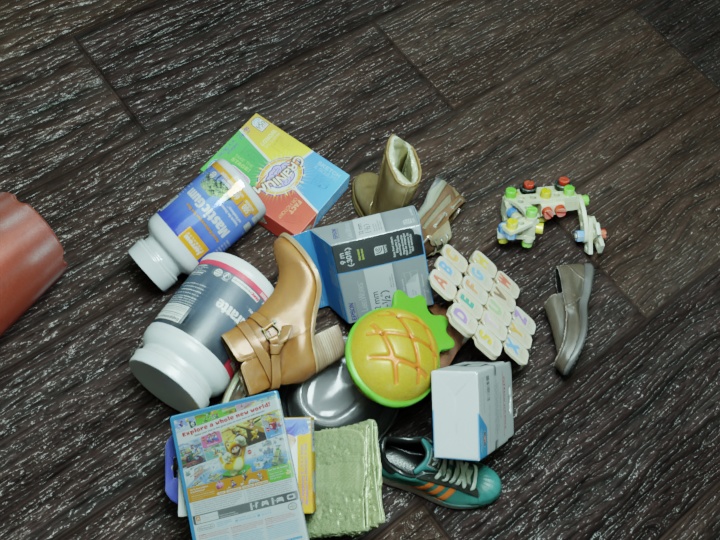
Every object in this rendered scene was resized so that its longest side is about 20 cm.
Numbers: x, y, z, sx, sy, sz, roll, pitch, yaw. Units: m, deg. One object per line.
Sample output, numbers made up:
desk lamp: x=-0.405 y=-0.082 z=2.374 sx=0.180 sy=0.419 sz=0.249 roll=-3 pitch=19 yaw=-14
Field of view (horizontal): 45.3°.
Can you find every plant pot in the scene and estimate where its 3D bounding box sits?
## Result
plant pot: x=-0.531 y=0.006 z=1.201 sx=0.200 sy=0.202 sz=0.195 roll=35 pitch=54 yaw=11

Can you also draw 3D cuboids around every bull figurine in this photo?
bull figurine: x=0.114 y=0.094 z=1.301 sx=0.120 sy=0.066 sz=0.200 roll=18 pitch=40 yaw=22

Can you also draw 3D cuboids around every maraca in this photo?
maraca: x=0.056 y=0.105 z=1.183 sx=0.137 sy=0.107 sz=0.200 roll=45 pitch=46 yaw=1

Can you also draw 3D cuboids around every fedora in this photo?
fedora: x=-0.028 y=0.166 z=1.237 sx=0.199 sy=0.091 sz=0.177 roll=-36 pitch=72 yaw=-24

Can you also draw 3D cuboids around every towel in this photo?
towel: x=-0.059 y=0.284 z=1.147 sx=0.198 sy=0.036 sz=0.150 roll=-15 pitch=60 yaw=25

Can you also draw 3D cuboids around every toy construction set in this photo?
toy construction set: x=0.315 y=-0.091 z=1.431 sx=0.197 sy=0.093 sz=0.132 roll=6 pitch=36 yaw=-14

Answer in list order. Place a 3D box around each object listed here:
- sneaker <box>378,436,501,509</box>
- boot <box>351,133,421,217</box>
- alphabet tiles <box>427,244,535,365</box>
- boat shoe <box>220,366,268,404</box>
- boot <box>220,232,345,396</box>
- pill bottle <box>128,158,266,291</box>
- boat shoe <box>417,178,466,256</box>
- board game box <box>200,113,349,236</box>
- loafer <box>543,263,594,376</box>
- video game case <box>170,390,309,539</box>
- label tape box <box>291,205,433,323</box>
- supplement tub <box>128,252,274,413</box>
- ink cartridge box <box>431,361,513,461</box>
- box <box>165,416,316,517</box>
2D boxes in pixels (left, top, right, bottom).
sneaker: x=0.106 y=0.279 z=1.201 sx=0.197 sy=0.080 sz=0.072 roll=13 pitch=60 yaw=-2
boot: x=0.042 y=-0.139 z=1.349 sx=0.065 sy=0.201 sz=0.177 roll=-10 pitch=59 yaw=-15
alphabet tiles: x=0.188 y=0.048 z=1.298 sx=0.195 sy=0.015 sz=0.200 roll=41 pitch=35 yaw=-6
boat shoe: x=-0.152 y=0.230 z=1.169 sx=0.074 sy=0.074 sz=0.205 roll=4 pitch=75 yaw=39
boot: x=-0.121 y=0.059 z=1.174 sx=0.153 sy=0.074 sz=0.202 roll=-21 pitch=79 yaw=-18
pill bottle: x=-0.249 y=-0.064 z=1.303 sx=0.200 sy=0.112 sz=0.112 roll=-43 pitch=74 yaw=-9
boat shoe: x=0.115 y=-0.063 z=1.396 sx=0.071 sy=0.076 sz=0.201 roll=27 pitch=63 yaw=5
board game box: x=-0.140 y=-0.150 z=1.422 sx=0.199 sy=0.040 sz=0.153 roll=34 pitch=62 yaw=10
loafer: x=0.322 y=0.075 z=1.362 sx=0.070 sy=0.073 sz=0.202 roll=11 pitch=55 yaw=10
video game case: x=-0.150 y=0.266 z=1.077 sx=0.141 sy=0.018 sz=0.203 roll=-14 pitch=81 yaw=2
label tape box: x=0.000 y=0.000 z=1.276 sx=0.197 sy=0.145 sz=0.066 roll=-14 pitch=34 yaw=-2
supplement tub: x=-0.218 y=0.088 z=1.222 sx=0.139 sy=0.141 sz=0.201 roll=29 pitch=61 yaw=8
ink cartridge box: x=0.161 y=0.190 z=1.210 sx=0.066 sy=0.199 sz=0.118 roll=-3 pitch=87 yaw=22
box: x=-0.157 y=0.251 z=1.107 sx=0.197 sy=0.041 sz=0.121 roll=-2 pitch=81 yaw=1
